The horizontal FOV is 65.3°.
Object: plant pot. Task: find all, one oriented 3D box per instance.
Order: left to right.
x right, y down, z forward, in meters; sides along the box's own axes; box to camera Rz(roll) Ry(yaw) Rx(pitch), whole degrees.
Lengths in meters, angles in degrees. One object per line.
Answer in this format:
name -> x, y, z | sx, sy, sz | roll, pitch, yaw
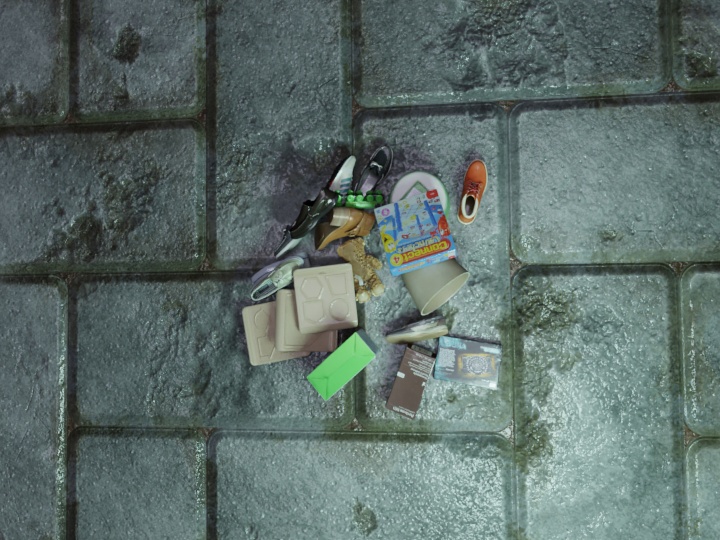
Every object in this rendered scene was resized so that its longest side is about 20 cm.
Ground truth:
plant pot -> 0.195, -0.006, 1.687 | 0.186, 0.187, 0.201 | -39, 71, 4

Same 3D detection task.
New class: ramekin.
ramekin -> 0.178, -0.207, 1.721 | 0.195, 0.098, 0.205 | 0, 88, 6

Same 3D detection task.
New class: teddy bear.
teddy bear -> 0.000, 0.000, 1.760 | 0.145, 0.067, 0.201 | -42, 90, 13

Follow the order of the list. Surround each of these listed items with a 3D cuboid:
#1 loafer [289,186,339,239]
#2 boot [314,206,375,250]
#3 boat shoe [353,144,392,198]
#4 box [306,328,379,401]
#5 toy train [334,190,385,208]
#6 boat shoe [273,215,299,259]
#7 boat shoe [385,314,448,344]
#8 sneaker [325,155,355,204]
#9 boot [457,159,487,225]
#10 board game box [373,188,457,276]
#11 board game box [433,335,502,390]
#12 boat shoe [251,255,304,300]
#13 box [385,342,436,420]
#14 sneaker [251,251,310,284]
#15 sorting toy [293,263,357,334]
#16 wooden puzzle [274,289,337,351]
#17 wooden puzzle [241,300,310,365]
loafer -> -0.151, -0.176, 1.675 | 0.071, 0.073, 0.200 | 40, 109, -20
boot -> -0.052, -0.121, 1.752 | 0.152, 0.200, 0.075 | 3, 60, -29
boat shoe -> 0.039, -0.304, 1.760 | 0.073, 0.060, 0.202 | 33, 92, 7
box -> -0.046, 0.280, 1.691 | 0.199, 0.176, 0.097 | -42, 85, 4
toy train -> -0.022, -0.213, 1.716 | 0.195, 0.042, 0.057 | 0, 125, -5
boat shoe -> -0.208, -0.123, 1.770 | 0.060, 0.074, 0.200 | 43, 91, 2
boat shoe -> 0.170, 0.180, 1.727 | 0.196, 0.072, 0.066 | -13, 62, 18
sneaker -> -0.055, -0.263, 1.777 | 0.092, 0.070, 0.202 | 31, 82, -20
boot -> 0.343, -0.244, 1.700 | 0.073, 0.107, 0.205 | 12, 88, 9
board game box -> 0.156, -0.109, 1.614 | 0.196, 0.056, 0.200 | -17, 68, 5
board game box -> 0.329, 0.280, 1.720 | 0.195, 0.028, 0.139 | 9, 89, 8
boat shoe -> -0.253, 0.031, 1.724 | 0.199, 0.062, 0.072 | -38, 106, 10
box -> 0.153, 0.335, 1.707 | 0.098, 0.075, 0.204 | 19, 99, 8
sneaker -> -0.250, 0.010, 1.778 | 0.197, 0.073, 0.072 | -24, 83, 6
sorting toy -> -0.107, 0.085, 1.723 | 0.181, 0.036, 0.205 | -7, 98, -5
wooden puzzle -> -0.168, 0.158, 1.758 | 0.195, 0.037, 0.190 | 3, 83, -12
wooden puzzle -> -0.265, 0.192, 1.790 | 0.195, 0.046, 0.190 | -11, 87, 2
